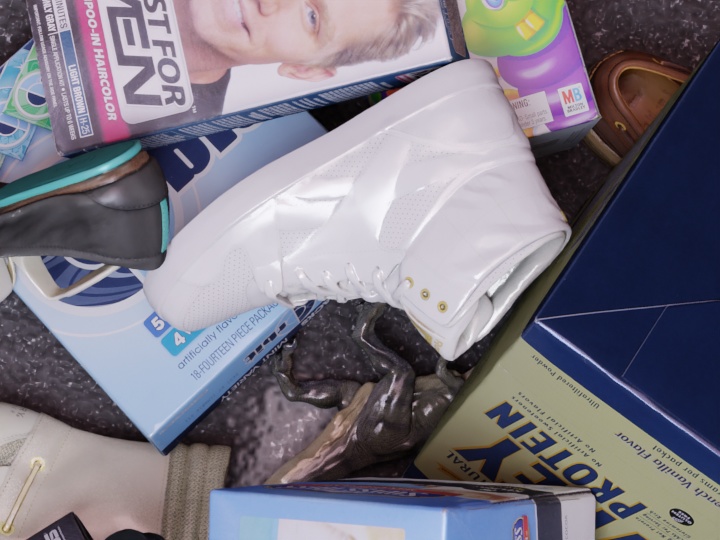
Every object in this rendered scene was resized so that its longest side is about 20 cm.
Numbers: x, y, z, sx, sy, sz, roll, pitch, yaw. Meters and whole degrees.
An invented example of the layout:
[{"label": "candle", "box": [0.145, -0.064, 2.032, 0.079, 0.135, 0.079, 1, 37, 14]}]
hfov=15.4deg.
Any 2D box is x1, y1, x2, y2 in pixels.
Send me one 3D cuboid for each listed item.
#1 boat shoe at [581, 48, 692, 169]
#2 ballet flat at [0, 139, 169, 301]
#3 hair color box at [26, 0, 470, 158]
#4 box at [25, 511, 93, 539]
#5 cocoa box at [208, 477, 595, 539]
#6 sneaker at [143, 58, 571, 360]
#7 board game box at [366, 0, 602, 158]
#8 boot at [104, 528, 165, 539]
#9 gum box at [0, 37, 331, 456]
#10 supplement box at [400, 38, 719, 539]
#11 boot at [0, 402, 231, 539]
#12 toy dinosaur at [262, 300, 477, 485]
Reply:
[{"label": "boat shoe", "box": [0.200, -0.047, 1.369, 0.199, 0.068, 0.072, 32, 83, 0]}, {"label": "ballet flat", "box": [-0.173, -0.014, 1.271, 0.199, 0.068, 0.069, -5, 113, 36]}, {"label": "hair color box", "box": [-0.056, -0.123, 1.277, 0.199, 0.061, 0.101, -13, 86, 11]}, {"label": "box", "box": [-0.151, 0.237, 1.277, 0.158, 0.048, 0.201, -33, 120, -4]}, {"label": "cocoa box", "box": [0.017, 0.196, 1.183, 0.133, 0.131, 0.201, 1, 89, 35]}, {"label": "sneaker", "box": [0.000, 0.000, 1.241, 0.199, 0.074, 0.116, -32, 71, 12]}, {"label": "board game box", "box": [0.040, -0.152, 1.351, 0.102, 0.105, 0.201, -16, 85, -4]}, {"label": "boot", "box": [-0.081, 0.224, 1.230, 0.162, 0.073, 0.199, 20, 103, -31]}, {"label": "gum box", "box": [-0.105, -0.038, 1.337, 0.170, 0.045, 0.200, -42, 73, -6]}, {"label": "supplement box", "box": [0.148, 0.032, 1.264, 0.134, 0.200, 0.200, 36, 61, 1]}, {"label": "boot", "box": [-0.147, 0.172, 1.324, 0.154, 0.072, 0.201, 11, 81, -4]}, {"label": "toy dinosaur", "box": [0.002, 0.064, 1.358, 0.199, 0.047, 0.089, -27, 93, -3]}]
